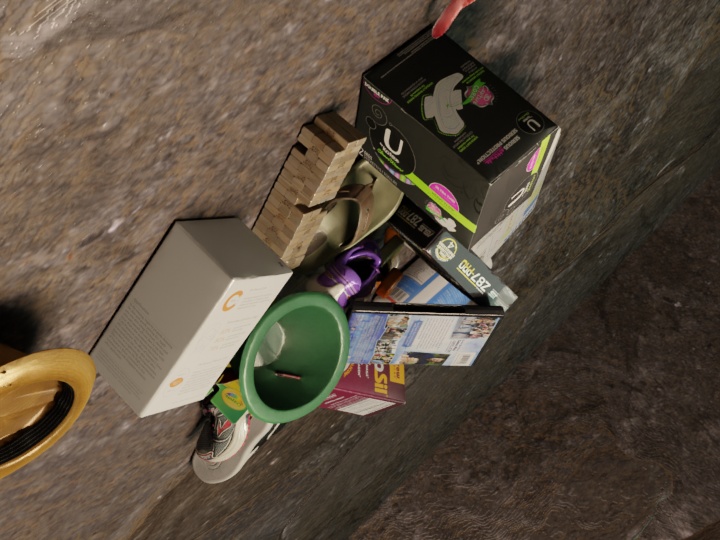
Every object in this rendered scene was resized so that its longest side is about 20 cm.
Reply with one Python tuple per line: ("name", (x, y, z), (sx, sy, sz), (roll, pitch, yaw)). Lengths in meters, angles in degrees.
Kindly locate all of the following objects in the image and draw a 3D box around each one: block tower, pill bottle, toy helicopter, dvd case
("block tower", (-0.067, -0.087, 1.376), (0.054, 0.058, 0.200), (-25, 150, -51))
("pill bottle", (0.125, 0.029, 1.982), (0.200, 0.112, 0.112), (-40, 161, -19))
("toy helicopter", (0.010, 0.017, 1.760), (0.132, 0.079, 0.200), (-49, 174, -46))
("dvd case", (0.071, 0.083, 1.525), (0.199, 0.018, 0.143), (2, 148, -12))

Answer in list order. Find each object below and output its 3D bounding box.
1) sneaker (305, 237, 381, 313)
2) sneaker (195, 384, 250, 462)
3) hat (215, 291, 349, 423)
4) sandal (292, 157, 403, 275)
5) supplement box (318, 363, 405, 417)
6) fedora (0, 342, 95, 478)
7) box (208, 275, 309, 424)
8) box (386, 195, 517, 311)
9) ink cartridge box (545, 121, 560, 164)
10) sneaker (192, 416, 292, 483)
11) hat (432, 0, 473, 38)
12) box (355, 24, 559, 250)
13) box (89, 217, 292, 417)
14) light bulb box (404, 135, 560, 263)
("sneaker", (0.000, 0.000, 1.533), (0.083, 0.081, 0.200), (-38, -173, 22))
("sneaker", (-0.193, 0.194, 1.671), (0.074, 0.081, 0.200), (4, 132, -32))
("hat", (-0.142, 0.086, 1.465), (0.199, 0.176, 0.166), (-11, 112, -43))
("sandal", (-0.017, -0.066, 1.478), (0.201, 0.080, 0.057), (-44, -172, -7))
("supplement box", (-0.038, 0.127, 1.639), (0.199, 0.111, 0.086), (16, 152, -38))
("fedora", (-0.348, 0.122, 1.117), (0.200, 0.082, 0.201), (-36, 157, -18))
("box", (-0.125, 0.095, 1.524), (0.200, 0.117, 0.048), (-42, 166, -15))
("box", (0.103, -0.031, 1.568), (0.049, 0.200, 0.161), (-48, 123, 1))
("ink cartridge box", (0.144, -0.162, 1.560), (0.200, 0.146, 0.084), (-36, 158, -35))
("sneaker", (-0.164, 0.248, 1.801), (0.200, 0.073, 0.112), (-44, 166, 33))
("hat", (0.124, -0.370, 1.252), (0.165, 0.175, 0.201), (14, 83, -55))
("box", (0.107, -0.155, 1.393), (0.124, 0.200, 0.149), (-39, 161, -24))
("box", (-0.188, 0.049, 1.312), (0.200, 0.097, 0.124), (-53, 161, 20))
("light bulb box", (0.171, -0.116, 1.731), (0.198, 0.125, 0.200), (-46, 164, -24))
